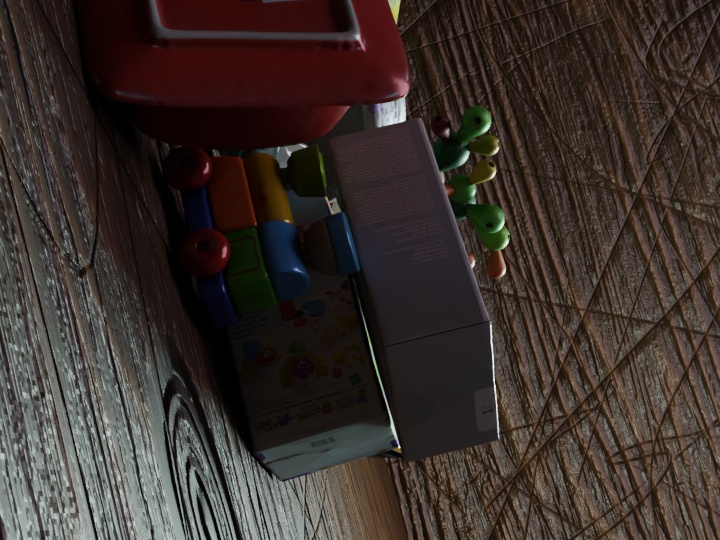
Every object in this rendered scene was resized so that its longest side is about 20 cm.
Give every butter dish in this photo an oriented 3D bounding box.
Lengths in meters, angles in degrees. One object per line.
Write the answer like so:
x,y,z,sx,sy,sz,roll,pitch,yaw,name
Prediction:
-0.089,-0.147,0.811,0.148,0.199,0.200,111,-31,-51,butter dish

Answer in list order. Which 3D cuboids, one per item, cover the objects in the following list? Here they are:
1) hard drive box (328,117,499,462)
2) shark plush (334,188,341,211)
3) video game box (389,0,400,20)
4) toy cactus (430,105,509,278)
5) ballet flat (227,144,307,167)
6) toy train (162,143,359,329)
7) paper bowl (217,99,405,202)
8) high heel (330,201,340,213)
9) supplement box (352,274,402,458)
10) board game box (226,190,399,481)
0.039,0.015,0.926,0.156,0.077,0.200,79,-2,-52,hard drive box
0.000,0.000,1.198,0.200,0.083,0.091,78,1,-64,shark plush
-0.008,-0.337,1.075,0.200,0.047,0.183,44,49,-59,video game box
0.072,-0.067,1.182,0.165,0.102,0.201,38,-41,47,toy cactus
-0.071,-0.136,1.090,0.069,0.071,0.201,-12,-120,68,ballet flat
-0.076,-0.065,0.874,0.085,0.115,0.201,79,-4,-59,toy train
-0.049,-0.172,1.215,0.104,0.200,0.201,-36,114,-52,paper bowl
-0.016,-0.078,1.270,0.096,0.067,0.201,73,25,-88,high heel
-0.004,0.062,1.092,0.086,0.110,0.201,37,54,-66,supplement box
-0.048,0.050,0.991,0.103,0.105,0.201,69,5,-67,board game box
